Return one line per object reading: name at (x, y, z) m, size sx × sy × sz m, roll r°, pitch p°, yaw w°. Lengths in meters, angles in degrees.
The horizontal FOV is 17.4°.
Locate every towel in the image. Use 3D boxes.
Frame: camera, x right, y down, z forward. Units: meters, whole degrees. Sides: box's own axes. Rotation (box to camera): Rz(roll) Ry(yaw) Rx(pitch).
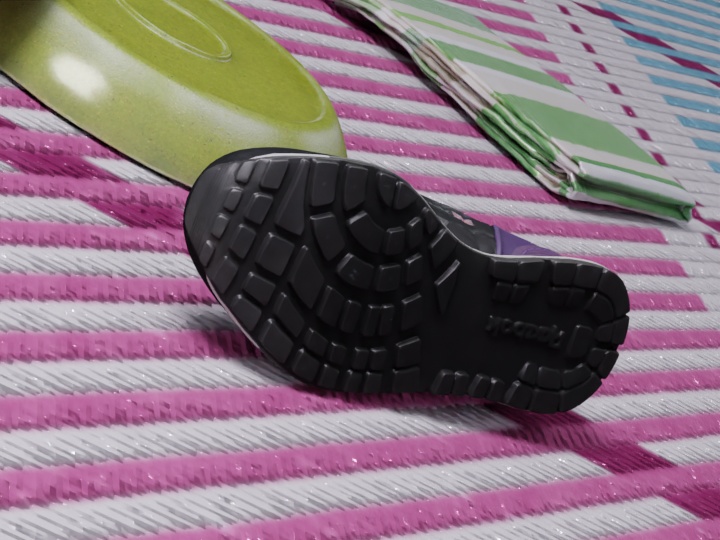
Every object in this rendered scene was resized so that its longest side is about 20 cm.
towel at (0.084, -0.094, 1.291) m, size 0.200 × 0.023 × 0.153 m, roll 42°, pitch 18°, yaw 29°

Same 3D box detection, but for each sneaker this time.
sneaker at (0.000, 0.000, 0.831) m, size 0.200 × 0.076 × 0.088 m, roll 21°, pitch 6°, yaw -44°

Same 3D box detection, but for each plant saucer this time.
plant saucer at (-0.083, -0.091, 0.964) m, size 0.200 × 0.031 × 0.200 m, roll 29°, pitch 17°, yaw -10°
